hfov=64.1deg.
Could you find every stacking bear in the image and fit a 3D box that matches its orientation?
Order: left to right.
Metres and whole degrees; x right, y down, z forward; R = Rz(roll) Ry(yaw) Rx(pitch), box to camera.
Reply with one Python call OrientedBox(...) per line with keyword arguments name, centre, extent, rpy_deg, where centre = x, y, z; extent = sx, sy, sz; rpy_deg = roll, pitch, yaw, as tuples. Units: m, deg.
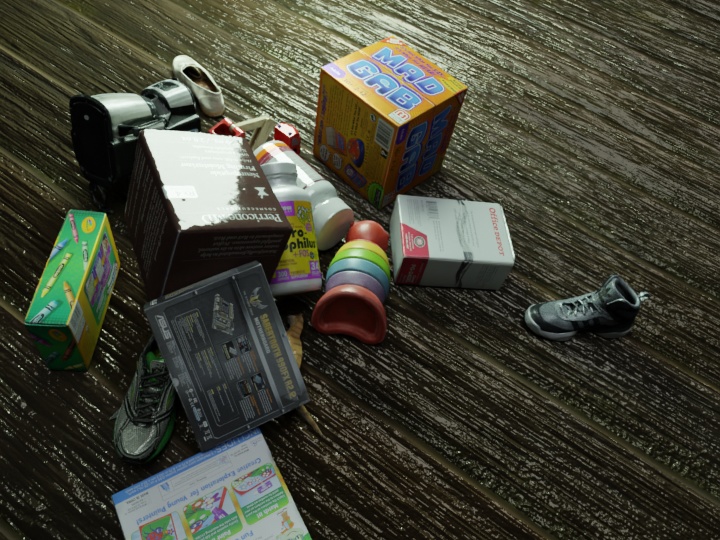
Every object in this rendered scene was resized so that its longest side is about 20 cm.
OrientedBox(name="stacking bear", centre=(0.000, 0.000, 0.949), extent=(0.119, 0.115, 0.202), rpy_deg=(13, 47, -1))

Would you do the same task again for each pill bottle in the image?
OrientedBox(name="pill bottle", centre=(-0.124, -0.063, 0.913), extent=(0.102, 0.104, 0.204), rpy_deg=(-8, 88, -17))
OrientedBox(name="pill bottle", centre=(-0.110, -0.133, 1.024), extent=(0.109, 0.110, 0.200), rpy_deg=(-34, 65, -31))

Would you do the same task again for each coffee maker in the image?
OrientedBox(name="coffee maker", centre=(-0.397, -0.233, 1.029), extent=(0.134, 0.193, 0.199), rpy_deg=(40, 39, 13))

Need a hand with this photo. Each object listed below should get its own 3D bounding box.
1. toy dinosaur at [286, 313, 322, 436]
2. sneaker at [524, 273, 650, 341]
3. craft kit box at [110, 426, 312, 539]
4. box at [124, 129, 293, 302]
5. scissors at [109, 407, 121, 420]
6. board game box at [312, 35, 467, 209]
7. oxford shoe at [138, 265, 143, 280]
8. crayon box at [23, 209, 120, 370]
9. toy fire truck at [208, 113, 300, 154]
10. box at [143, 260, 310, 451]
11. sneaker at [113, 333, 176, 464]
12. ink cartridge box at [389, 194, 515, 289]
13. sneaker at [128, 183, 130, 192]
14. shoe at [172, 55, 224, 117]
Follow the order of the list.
OrientedBox(name="toy dinosaur", centre=(-0.110, 0.138, 0.847), extent=(0.104, 0.061, 0.203), rpy_deg=(2, 53, -11))
OrientedBox(name="sneaker", centre=(0.381, 0.058, 0.966), extent=(0.196, 0.115, 0.076), rpy_deg=(2, 51, -9))
OrientedBox(name="craft kit box", centre=(-0.174, 0.322, 0.703), extent=(0.197, 0.049, 0.199), rpy_deg=(-20, 56, -24))
OrientedBox(name="box", centre=(-0.224, -0.069, 0.822), extent=(0.164, 0.165, 0.201), rpy_deg=(-5, 50, -37))
OrientedBox(name="scissors", centre=(-0.282, 0.140, 0.843), extent=(0.198, 0.014, 0.074), rpy_deg=(-28, 70, -25))
OrientedBox(name="board game box", centre=(0.049, -0.288, 1.117), extent=(0.199, 0.201, 0.199), rpy_deg=(41, 56, 20))
OrientedBox(name="oxford shoe", centre=(-0.254, 0.008, 0.926), extent=(0.197, 0.074, 0.071), rpy_deg=(18, 16, -15))
OrientedBox(name="crayon box", centre=(-0.411, 0.027, 0.838), extent=(0.057, 0.120, 0.203), rpy_deg=(4, 51, -7))
OrientedBox(name="toy fire truck", centre=(-0.188, -0.239, 1.071), extent=(0.049, 0.142, 0.200), rpy_deg=(37, 55, 18))
OrientedBox(name="box", centre=(-0.172, 0.109, 0.756), extent=(0.156, 0.048, 0.203), rpy_deg=(-23, 102, -16))
OrientedBox(name="sneaker", centre=(-0.283, 0.156, 0.775), extent=(0.077, 0.086, 0.203), rpy_deg=(10, 59, -7))
OrientedBox(name="ink cartridge box", centre=(0.158, -0.049, 1.027), extent=(0.196, 0.084, 0.147), rpy_deg=(4, 51, -8))
OrientedBox(name="sneaker", centre=(-0.298, -0.108, 1.006), extent=(0.199, 0.076, 0.116), rpy_deg=(33, 44, 5))
OrientedBox(name="shoe", centre=(-0.345, -0.408, 1.229), extent=(0.069, 0.054, 0.201), rpy_deg=(-25, 61, -27))
